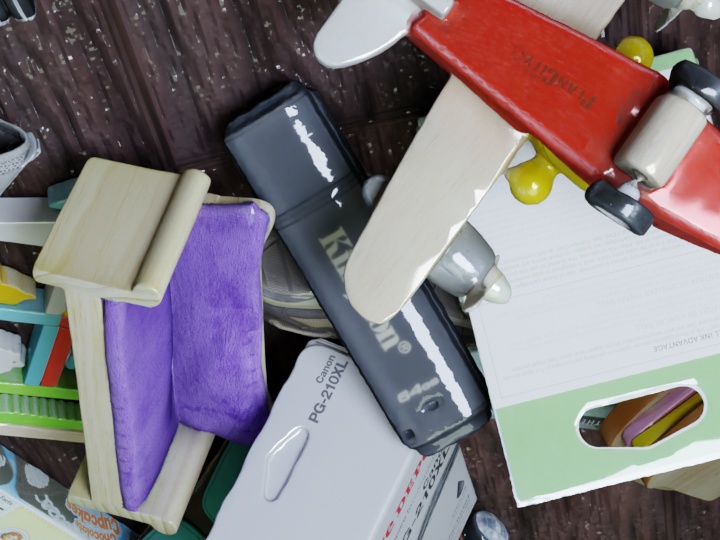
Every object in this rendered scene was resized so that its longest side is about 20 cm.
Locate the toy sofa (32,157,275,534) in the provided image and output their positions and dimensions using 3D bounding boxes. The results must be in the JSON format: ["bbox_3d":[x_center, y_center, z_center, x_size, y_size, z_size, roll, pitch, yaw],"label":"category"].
[{"bbox_3d":[-0.101,0.045,0.874,0.097,0.083,0.201,13,138,8],"label":"toy sofa"}]

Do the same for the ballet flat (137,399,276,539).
[{"bbox_3d":[-0.080,0.155,1.058,0.200,0.068,0.067,-49,165,26],"label":"ballet flat"}]

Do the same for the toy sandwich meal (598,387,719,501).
[{"bbox_3d":[0.246,0.093,1.053,0.204,0.070,0.206,-13,141,-11],"label":"toy sandwich meal"}]

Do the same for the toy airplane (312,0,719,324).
[{"bbox_3d":[0.078,-0.083,0.779,0.199,0.200,0.141,-12,166,14],"label":"toy airplane"}]

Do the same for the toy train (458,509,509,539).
[{"bbox_3d":[0.009,0.217,1.148,0.114,0.085,0.200,27,126,-24],"label":"toy train"}]

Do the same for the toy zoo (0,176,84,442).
[{"bbox_3d":[-0.165,0.023,0.935,0.131,0.021,0.200,8,135,-21],"label":"toy zoo"}]

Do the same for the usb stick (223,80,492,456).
[{"bbox_3d":[0.000,0.000,0.859,0.055,0.033,0.201,-30,99,2],"label":"usb stick"}]

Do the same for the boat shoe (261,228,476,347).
[{"bbox_3d":[0.030,0.006,0.927,0.199,0.075,0.073,9,153,-1],"label":"boat shoe"}]

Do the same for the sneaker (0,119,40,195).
[{"bbox_3d":[-0.227,-0.087,0.772,0.082,0.075,0.200,-33,146,13],"label":"sneaker"}]

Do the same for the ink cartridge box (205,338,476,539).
[{"bbox_3d":[-0.007,0.148,0.971,0.084,0.145,0.200,21,161,18],"label":"ink cartridge box"}]

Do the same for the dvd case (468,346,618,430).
[{"bbox_3d":[0.126,0.020,1.000,0.145,0.022,0.200,8,135,-21],"label":"dvd case"}]

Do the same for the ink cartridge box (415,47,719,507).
[{"bbox_3d":[0.121,0.003,0.857,0.145,0.201,0.048,-14,176,2],"label":"ink cartridge box"}]

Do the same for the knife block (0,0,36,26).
[{"bbox_3d":[-0.174,-0.187,0.669,0.199,0.064,0.176,20,128,-31],"label":"knife block"}]

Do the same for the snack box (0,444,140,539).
[{"bbox_3d":[-0.233,0.169,1.065,0.116,0.037,0.200,-29,136,17],"label":"snack box"}]
